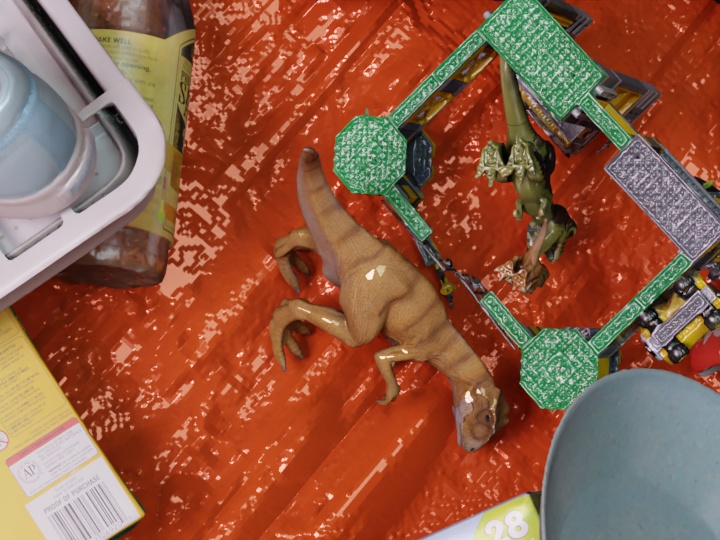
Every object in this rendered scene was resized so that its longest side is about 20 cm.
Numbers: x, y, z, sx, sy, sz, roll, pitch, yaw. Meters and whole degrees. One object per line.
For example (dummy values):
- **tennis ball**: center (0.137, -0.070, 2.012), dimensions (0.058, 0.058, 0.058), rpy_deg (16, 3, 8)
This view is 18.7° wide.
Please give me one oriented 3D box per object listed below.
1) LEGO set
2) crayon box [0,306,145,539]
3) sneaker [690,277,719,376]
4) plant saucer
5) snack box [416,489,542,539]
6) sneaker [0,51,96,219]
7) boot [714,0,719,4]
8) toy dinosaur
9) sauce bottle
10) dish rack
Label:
- **LEGO set**: center (0.096, -0.033, 1.009), dimensions (0.200, 0.116, 0.154), rpy_deg (41, 104, 18)
- **crayon box**: center (-0.207, 0.112, 0.935), dimensions (0.200, 0.058, 0.119), rpy_deg (-33, 86, -15)
- **sneaker**: center (0.196, 0.007, 1.024), dimensions (0.093, 0.070, 0.200), rpy_deg (-13, 84, -19)
- **plant saucer**: center (0.134, 0.140, 0.904), dimensions (0.201, 0.039, 0.201), rpy_deg (25, 49, -33)
- **snack box**: center (0.041, 0.216, 0.924), dimensions (0.169, 0.068, 0.200), rpy_deg (-26, 80, 8)
- **sneaker**: center (-0.206, -0.077, 0.887), dimensions (0.200, 0.082, 0.074), rpy_deg (8, 65, 19)
- **boot**: center (0.268, -0.095, 1.055), dimensions (0.200, 0.076, 0.168), rpy_deg (-7, 76, -18)
- **toy dinosaur**: center (0.000, 0.000, 0.967), dimensions (0.200, 0.106, 0.060), rpy_deg (50, 49, -34)
- **sauce bottle**: center (-0.107, -0.094, 0.992), dimensions (0.066, 0.066, 0.200), rpy_deg (8, 79, -9)
- **dish rack**: center (-0.187, -0.055, 0.943), dimensions (0.172, 0.044, 0.200), rpy_deg (-35, 62, -4)
